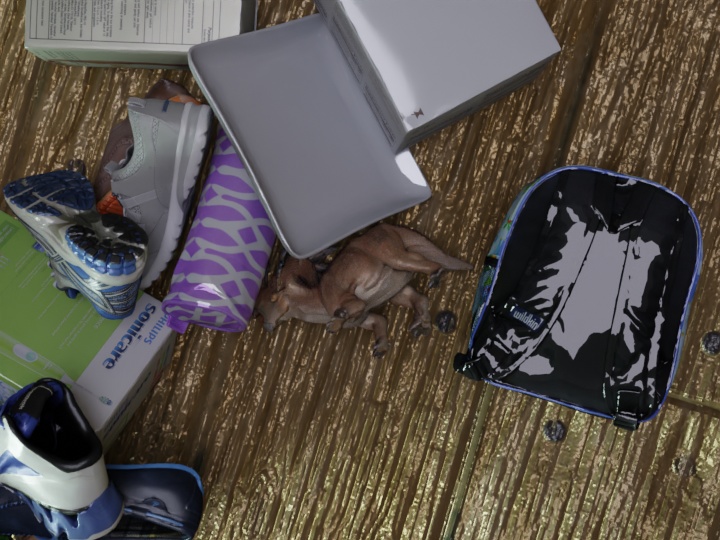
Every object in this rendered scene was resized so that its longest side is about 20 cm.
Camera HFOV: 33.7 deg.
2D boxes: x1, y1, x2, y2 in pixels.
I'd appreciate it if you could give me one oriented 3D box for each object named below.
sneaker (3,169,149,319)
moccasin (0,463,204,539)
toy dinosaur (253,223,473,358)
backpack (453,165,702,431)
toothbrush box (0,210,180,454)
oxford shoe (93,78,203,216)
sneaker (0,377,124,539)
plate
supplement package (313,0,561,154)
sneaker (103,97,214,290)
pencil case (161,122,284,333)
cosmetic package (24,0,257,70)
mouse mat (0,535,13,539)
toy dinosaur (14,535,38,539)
[{"bbox_3d":[-0.254,-0.021,1.037,0.077,0.200,0.086,-17,127,-32],"label":"sneaker"},{"bbox_3d":[-0.236,0.209,1.022,0.198,0.081,0.069,-8,53,3],"label":"moccasin"},{"bbox_3d":[0.000,0.000,1.080,0.199,0.086,0.136,-26,52,-12],"label":"toy dinosaur"},{"bbox_3d":[0.194,0.013,1.034,0.181,0.147,0.202,17,95,5],"label":"backpack"},{"bbox_3d":[-0.284,0.062,1.064,0.199,0.086,0.146,28,50,4],"label":"toothbrush box"},{"bbox_3d":[-0.214,-0.087,1.114,0.201,0.071,0.073,-53,49,11],"label":"oxford shoe"},{"bbox_3d":[-0.280,0.130,0.967,0.198,0.081,0.116,19,128,17],"label":"sneaker"},{"bbox_3d":[-0.046,-0.122,1.053,0.032,0.199,0.201,-29,89,44],"label":"plate"},{"bbox_3d":[0.055,-0.234,1.051,0.155,0.111,0.201,-28,89,-5],"label":"supplement package"},{"bbox_3d":[-0.189,-0.072,1.055,0.081,0.075,0.201,18,123,-7],"label":"sneaker"},{"bbox_3d":[-0.117,-0.044,1.062,0.085,0.084,0.202,-3,63,39],"label":"pencil case"},{"bbox_3d":[-0.198,-0.241,1.091,0.198,0.087,0.105,4,89,5],"label":"cosmetic package"},{"bbox_3d":[-0.330,0.250,1.046,0.007,0.200,0.162,-26,89,-4],"label":"mouse mat"},{"bbox_3d":[-0.251,0.232,1.100,0.199,0.086,0.136,35,93,7],"label":"toy dinosaur"}]
